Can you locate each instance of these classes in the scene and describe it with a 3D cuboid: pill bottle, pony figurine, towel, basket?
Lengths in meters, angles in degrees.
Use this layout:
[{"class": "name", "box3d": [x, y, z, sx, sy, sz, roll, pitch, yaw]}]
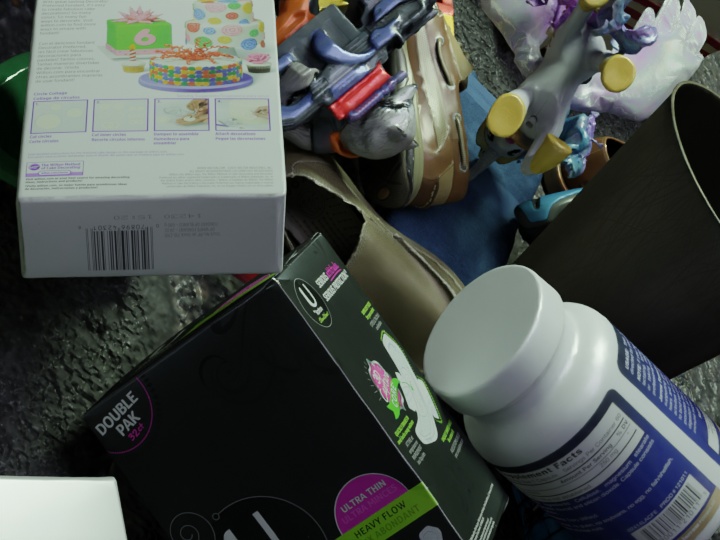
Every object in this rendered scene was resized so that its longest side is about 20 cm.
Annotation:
[{"class": "pill bottle", "box3d": [0.136, 0.092, 1.302, 0.200, 0.115, 0.116, 42, 43, -29]}, {"class": "pony figurine", "box3d": [0.138, -0.143, 1.405, 0.166, 0.200, 0.194, 36, 87, -3]}, {"class": "towel", "box3d": [0.067, -0.050, 1.502, 0.112, 0.048, 0.201, 42, 43, -17]}, {"class": "basket", "box3d": [0.185, 0.006, 1.390, 0.135, 0.200, 0.182, 19, 42, -41]}]

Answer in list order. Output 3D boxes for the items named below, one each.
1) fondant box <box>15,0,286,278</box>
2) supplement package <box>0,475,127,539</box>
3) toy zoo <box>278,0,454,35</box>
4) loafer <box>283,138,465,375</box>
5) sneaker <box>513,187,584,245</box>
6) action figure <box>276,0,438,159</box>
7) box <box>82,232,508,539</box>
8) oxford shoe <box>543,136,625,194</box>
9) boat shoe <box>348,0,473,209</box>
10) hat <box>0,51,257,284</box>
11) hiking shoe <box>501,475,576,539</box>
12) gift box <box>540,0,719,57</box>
[{"class": "fondant box", "box3d": [-0.117, -0.080, 1.187, 0.143, 0.059, 0.201, -1, 41, -4]}, {"class": "supplement package", "box3d": [-0.221, 0.177, 1.035, 0.199, 0.119, 0.122, 7, 60, -41]}, {"class": "toy zoo", "box3d": [0.004, -0.197, 1.515, 0.130, 0.020, 0.202, 8, 59, -17]}, {"class": "loafer", "box3d": [0.000, 0.000, 1.380, 0.200, 0.076, 0.067, 43, 19, -1]}, {"class": "sneaker", "box3d": [0.172, -0.008, 1.525, 0.200, 0.073, 0.083, 23, 60, -60]}, {"class": "action figure", "box3d": [-0.017, -0.154, 1.387, 0.199, 0.105, 0.194, -32, 67, -16]}, {"class": "box", "box3d": [-0.034, 0.109, 1.211, 0.201, 0.148, 0.124, 55, 16, -4]}, {"class": "oxford shoe", "box3d": [0.239, -0.049, 1.649, 0.199, 0.071, 0.072, 23, 50, -35]}, {"class": "boat shoe", "box3d": [0.037, -0.135, 1.442, 0.073, 0.076, 0.202, 6, 73, -27]}, {"class": "hat", "box3d": [-0.148, -0.021, 1.301, 0.198, 0.177, 0.166, 18, 41, 16]}, {"class": "hiking shoe", "box3d": [0.123, 0.154, 1.426, 0.086, 0.074, 0.201, 33, 37, -15]}, {"class": "gift box", "box3d": [0.206, -0.276, 1.679, 0.186, 0.184, 0.202, 19, 50, -46]}]
